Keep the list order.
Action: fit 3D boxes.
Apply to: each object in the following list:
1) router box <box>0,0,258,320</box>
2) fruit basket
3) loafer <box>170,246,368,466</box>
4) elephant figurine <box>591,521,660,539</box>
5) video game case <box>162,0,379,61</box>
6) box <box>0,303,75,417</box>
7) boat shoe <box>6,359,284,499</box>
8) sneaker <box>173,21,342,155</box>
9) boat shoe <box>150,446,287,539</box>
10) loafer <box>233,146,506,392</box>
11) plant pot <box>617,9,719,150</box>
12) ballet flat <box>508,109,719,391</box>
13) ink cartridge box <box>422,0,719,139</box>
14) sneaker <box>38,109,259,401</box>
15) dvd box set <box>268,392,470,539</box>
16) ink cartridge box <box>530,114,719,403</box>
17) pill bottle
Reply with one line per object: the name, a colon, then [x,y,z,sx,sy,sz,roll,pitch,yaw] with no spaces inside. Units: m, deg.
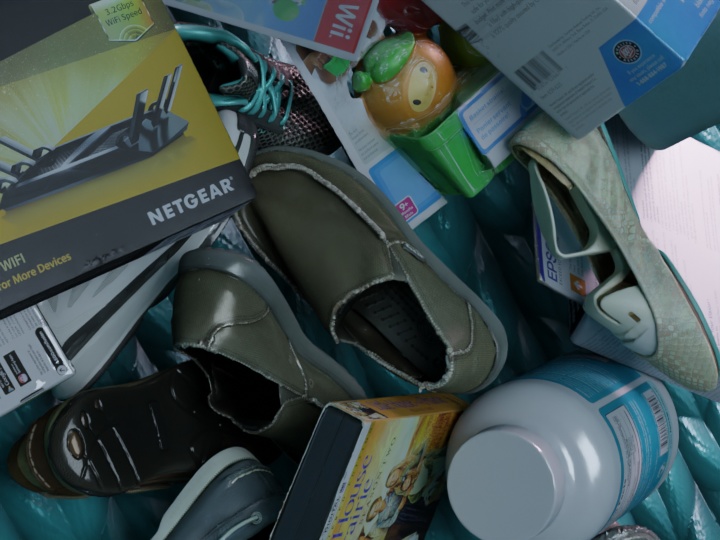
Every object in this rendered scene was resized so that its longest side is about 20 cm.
router box: [-0.177,-0.068,1.256,0.200,0.052,0.158,-26,88,-29]
fruit basket: [0.046,-0.151,1.416,0.185,0.094,0.200,-42,123,-21]
loafer: [-0.058,0.069,1.345,0.200,0.075,0.070,53,49,-41]
elephant figurine: [0.161,0.219,1.505,0.200,0.142,0.155,29,46,-10]
video game case: [-0.077,-0.203,1.297,0.199,0.143,0.017,16,42,-6]
box: [-0.253,-0.003,1.272,0.110,0.035,0.200,-29,91,-8]
boat shoe: [-0.127,0.095,1.370,0.200,0.074,0.076,-2,77,-51]
sneaker: [-0.081,-0.107,1.397,0.200,0.091,0.078,12,81,-33]
boat shoe: [-0.106,0.200,1.345,0.200,0.062,0.073,-56,148,3]
loafer: [0.000,0.000,1.374,0.200,0.070,0.075,38,111,10]
plant pot: [0.237,-0.198,1.500,0.201,0.161,0.201,47,33,-44]
ballet flat: [0.150,-0.006,1.410,0.062,0.067,0.200,-27,89,-20]
ink cartridge box: [0.097,-0.182,1.331,0.200,0.116,0.067,41,56,-9]
sneaker: [-0.154,-0.032,1.341,0.115,0.076,0.201,38,91,-19]
dvd box set: [0.001,0.145,1.373,0.147,0.029,0.200,-68,160,6]
ink cartridge box: [0.178,-0.025,1.526,0.200,0.041,0.200,24,46,-27]
pill bottle: [0.122,0.115,1.443,0.200,0.110,0.111,-15,96,-65]
